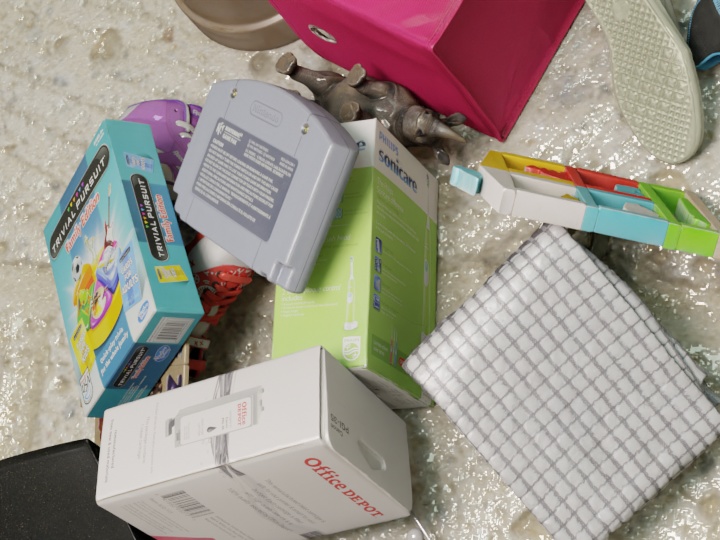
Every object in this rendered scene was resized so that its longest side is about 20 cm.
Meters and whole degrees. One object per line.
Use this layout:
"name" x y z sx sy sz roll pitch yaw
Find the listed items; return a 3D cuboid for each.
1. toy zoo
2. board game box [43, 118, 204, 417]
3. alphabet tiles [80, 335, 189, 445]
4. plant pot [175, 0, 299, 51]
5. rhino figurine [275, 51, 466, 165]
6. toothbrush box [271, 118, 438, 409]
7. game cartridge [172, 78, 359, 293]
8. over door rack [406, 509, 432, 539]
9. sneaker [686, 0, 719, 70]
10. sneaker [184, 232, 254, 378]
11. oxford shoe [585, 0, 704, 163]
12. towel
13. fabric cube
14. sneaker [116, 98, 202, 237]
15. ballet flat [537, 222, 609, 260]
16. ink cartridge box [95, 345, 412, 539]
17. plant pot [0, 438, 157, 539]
"toy zoo" 0.165 -0.054 1.064 0.198 0.131 0.021 12 107 -2
"board game box" -0.205 -0.001 1.202 0.151 0.047 0.201 -51 47 39
"alphabet tiles" -0.196 0.067 1.228 0.199 0.006 0.168 -8 79 54
"plant pot" -0.116 -0.325 1.293 0.198 0.173 0.202 -7 72 21
"rhino figurine" 0.016 -0.132 1.203 0.199 0.087 0.060 20 85 42
"toothbrush box" 0.000 0.000 1.151 0.085 0.145 0.202 -4 73 23
"game cartridge" -0.076 -0.076 1.113 0.200 0.041 0.134 33 99 52
"over door rack" -0.014 0.230 1.128 0.147 0.067 0.201 -37 63 8
"sneaker" 0.348 -0.171 1.105 0.199 0.073 0.083 24 100 34
"sneaker" -0.132 0.030 1.226 0.200 0.067 0.109 -23 65 37
"oxford shoe" 0.232 -0.184 1.150 0.075 0.058 0.202 -27 81 39
"towel" 0.152 0.087 1.059 0.165 0.086 0.200 -43 91 -3
"fabric cube" 0.059 -0.258 1.181 0.198 0.196 0.201 29 86 27
"sneaker" -0.150 -0.097 1.293 0.199 0.073 0.115 24 68 19
"ballet flat" 0.132 0.031 1.129 0.067 0.064 0.201 25 85 28
"ink cartridge box" -0.078 0.146 1.087 0.198 0.147 0.083 -18 53 23
"plant pot" -0.244 0.254 1.159 0.177 0.200 0.201 -32 63 -1
